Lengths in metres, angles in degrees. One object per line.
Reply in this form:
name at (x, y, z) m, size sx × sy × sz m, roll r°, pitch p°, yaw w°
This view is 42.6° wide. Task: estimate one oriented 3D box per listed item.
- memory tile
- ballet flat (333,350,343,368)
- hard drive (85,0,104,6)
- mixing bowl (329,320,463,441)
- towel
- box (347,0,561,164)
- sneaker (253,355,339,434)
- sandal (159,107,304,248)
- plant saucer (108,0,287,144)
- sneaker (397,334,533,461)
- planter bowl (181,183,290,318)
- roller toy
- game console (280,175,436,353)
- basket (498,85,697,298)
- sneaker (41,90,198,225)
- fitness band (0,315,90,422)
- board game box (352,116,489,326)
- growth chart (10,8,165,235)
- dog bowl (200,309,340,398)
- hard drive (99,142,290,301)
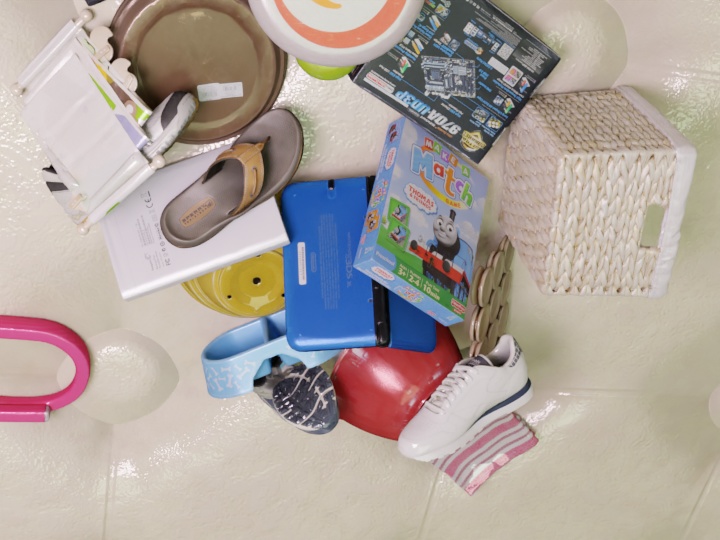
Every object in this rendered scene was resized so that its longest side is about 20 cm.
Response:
memory tile at (0.169, 0.065, 1.210) m, size 0.017 × 0.153 × 0.202 m, roll 12°, pitch 121°, yaw 21°
ballet flat at (-0.001, 0.089, 1.235) m, size 0.071 × 0.072 × 0.201 m, roll 15°, pitch 115°, yaw -21°
hard drive at (-0.220, -0.358, 0.907) m, size 0.199 × 0.042 × 0.135 m, roll -29°, pitch 123°, yaw 5°
mixing bowl at (0.065, 0.146, 1.199) m, size 0.199 × 0.108 × 0.201 m, roll -32°, pitch 144°, yaw -27°
towel at (0.160, 0.247, 1.383) m, size 0.146 × 0.030 × 0.200 m, roll -41°, pitch 121°, yaw 12°
box at (0.107, -0.237, 1.059) m, size 0.199 × 0.046 × 0.159 m, roll 27°, pitch 112°, yaw -27°
sneaker at (-0.073, 0.165, 1.182) m, size 0.078 × 0.200 × 0.087 m, roll -44°, pitch 121°, yaw -13°
sandal at (-0.144, -0.104, 1.025) m, size 0.199 × 0.055 × 0.082 m, roll -37°, pitch 80°, yaw -4°
plant saucer at (-0.177, -0.227, 1.009) m, size 0.198 × 0.030 × 0.201 m, roll -7°, pitch 122°, yaw -11°
sneaker at (0.121, 0.155, 1.124) m, size 0.199 × 0.076 × 0.081 m, roll -32°, pitch 122°, yaw -23°
planter bowl at (-0.130, -0.006, 1.123) m, size 0.199 × 0.084 × 0.202 m, roll -6°, pitch 122°, yaw -9°
roller toy at (-0.028, -0.303, 0.918) m, size 0.182 × 0.140 × 0.200 m, roll -38°, pitch 114°, yaw 10°
game console at (0.000, 0.000, 1.107) m, size 0.169 × 0.202 × 0.118 m, roll -4°, pitch 167°, yaw 5°
basket at (0.273, -0.092, 1.099) m, size 0.159 × 0.200 × 0.200 m, roll -4°, pitch 122°, yaw -9°
sneaker at (-0.264, -0.135, 0.993) m, size 0.200 × 0.076 × 0.088 m, roll -39°, pitch 101°, yaw 14°
fitness band at (-0.442, 0.124, 1.157) m, size 0.198 × 0.038 × 0.145 m, roll 4°, pitch 120°, yaw -17°
board game box at (0.076, -0.059, 1.082) m, size 0.151 × 0.201 × 0.036 m, roll 32°, pitch 146°, yaw -30°
growth chart at (-0.284, -0.159, 0.963) m, size 0.144 × 0.018 × 0.201 m, roll -32°, pitch 81°, yaw 14°
dog bowl at (-0.113, 0.095, 1.180) m, size 0.199 × 0.112 × 0.050 m, roll -22°, pitch 111°, yaw 1°
hard drive at (-0.195, -0.060, 1.061) m, size 0.198 × 0.027 × 0.133 m, roll -20°, pitch 79°, yaw 0°
